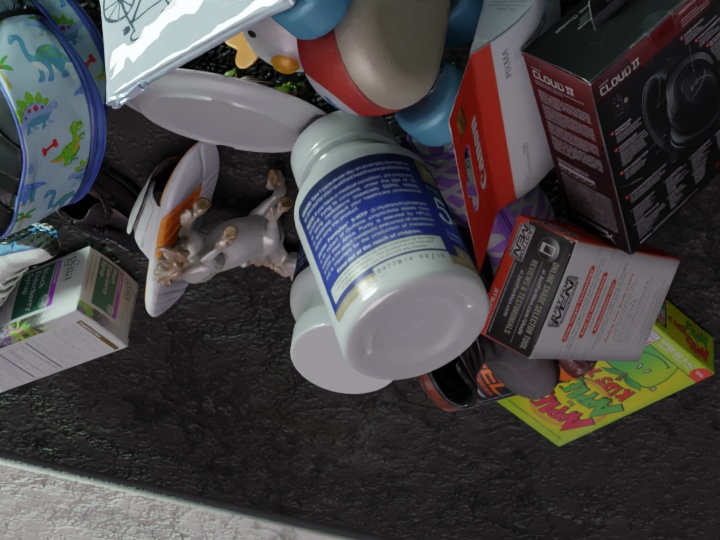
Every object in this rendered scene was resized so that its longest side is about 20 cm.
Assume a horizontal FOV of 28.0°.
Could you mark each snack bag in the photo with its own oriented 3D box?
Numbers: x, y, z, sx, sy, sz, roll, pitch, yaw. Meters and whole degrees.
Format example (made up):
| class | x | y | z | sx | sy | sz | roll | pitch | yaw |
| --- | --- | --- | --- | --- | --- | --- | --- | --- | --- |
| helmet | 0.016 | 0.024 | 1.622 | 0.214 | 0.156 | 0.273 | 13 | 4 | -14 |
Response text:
| class | x | y | z | sx | sy | sz | roll | pitch | yaw |
| --- | --- | --- | --- | --- | --- | --- | --- | --- | --- |
| snack bag | -0.119 | -0.235 | 1.035 | 0.187 | 0.202 | 0.021 | -23 | 153 | 30 |

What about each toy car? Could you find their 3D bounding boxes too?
| class | x | y | z | sx | sy | sz | roll | pitch | yaw |
| --- | --- | --- | --- | --- | --- | --- | --- | --- | --- |
| toy car | -0.033 | -0.188 | 1.098 | 0.199 | 0.179 | 0.184 | -11 | 148 | 40 |

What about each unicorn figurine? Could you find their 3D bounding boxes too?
| class | x | y | z | sx | sy | sz | roll | pitch | yaw |
| --- | --- | --- | --- | --- | --- | --- | --- | --- | --- |
| unicorn figurine | -0.103 | -0.026 | 1.334 | 0.198 | 0.074 | 0.138 | -6 | 149 | -22 |

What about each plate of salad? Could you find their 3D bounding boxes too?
| class | x | y | z | sx | sy | sz | roll | pitch | yaw |
| --- | --- | --- | --- | --- | --- | --- | --- | --- | --- |
| plate of salad | -0.111 | -0.142 | 1.207 | 0.198 | 0.049 | 0.200 | 11 | 169 | 2 |

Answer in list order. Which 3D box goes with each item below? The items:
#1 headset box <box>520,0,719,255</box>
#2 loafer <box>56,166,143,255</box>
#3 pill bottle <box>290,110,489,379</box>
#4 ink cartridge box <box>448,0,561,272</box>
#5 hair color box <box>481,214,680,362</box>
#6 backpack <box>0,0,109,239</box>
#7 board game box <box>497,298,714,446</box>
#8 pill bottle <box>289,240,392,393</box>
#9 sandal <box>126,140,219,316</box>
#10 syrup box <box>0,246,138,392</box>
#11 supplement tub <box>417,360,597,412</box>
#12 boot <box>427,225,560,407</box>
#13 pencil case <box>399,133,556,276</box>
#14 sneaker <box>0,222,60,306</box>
| class | x | y | z | sx | sy | sz | roll | pitch | yaw |
| --- | --- | --- | --- | --- | --- | --- | --- | --- | --- |
| headset box | 0.213 | -0.138 | 1.099 | 0.077 | 0.149 | 0.201 | 33 | 158 | 43 |
| loafer | -0.268 | -0.071 | 1.338 | 0.071 | 0.063 | 0.200 | -21 | 130 | 30 |
| pill bottle | 0.014 | -0.027 | 1.127 | 0.118 | 0.201 | 0.120 | -13 | 141 | -11 |
| ink cartridge box | 0.119 | -0.124 | 1.099 | 0.056 | 0.201 | 0.163 | 0 | 138 | 16 |
| hair color box | 0.183 | 0.018 | 1.192 | 0.061 | 0.103 | 0.199 | 28 | -168 | 33 |
| backpack | -0.284 | -0.143 | 1.159 | 0.201 | 0.146 | 0.184 | 51 | 141 | 18 |
| board game box | 0.240 | 0.099 | 1.437 | 0.101 | 0.048 | 0.199 | 35 | 132 | -26 |
| pill bottle | 0.000 | 0.000 | 1.260 | 0.114 | 0.201 | 0.116 | 6 | 138 | 5 |
| sandal | -0.187 | -0.042 | 1.342 | 0.059 | 0.079 | 0.208 | 33 | 132 | 14 |
| syrup box | -0.326 | 0.053 | 1.469 | 0.198 | 0.079 | 0.081 | -20 | 138 | 30 |
| supplement tub | 0.153 | 0.061 | 1.369 | 0.198 | 0.108 | 0.107 | -19 | 131 | 28 |
| boot | 0.100 | 0.073 | 1.240 | 0.069 | 0.132 | 0.200 | -23 | 121 | 32 |
| pencil case | 0.115 | -0.065 | 1.251 | 0.084 | 0.086 | 0.200 | -37 | 129 | 2 |
| sneaker | -0.364 | 0.010 | 1.420 | 0.198 | 0.075 | 0.088 | -13 | 99 | 33 |
